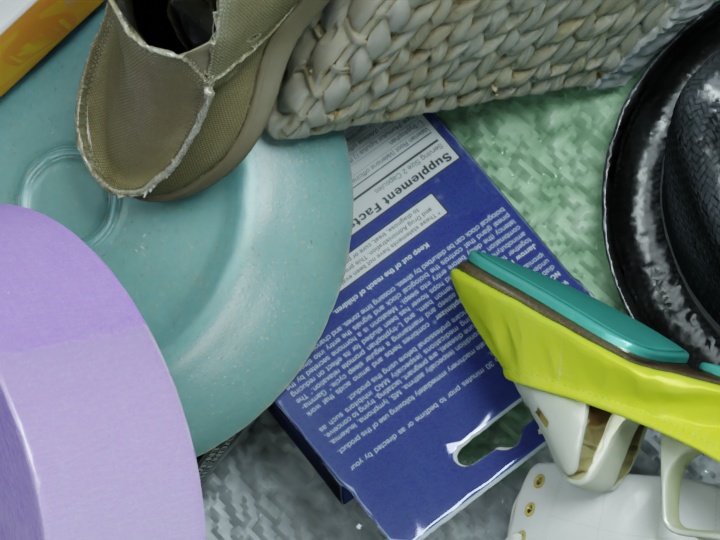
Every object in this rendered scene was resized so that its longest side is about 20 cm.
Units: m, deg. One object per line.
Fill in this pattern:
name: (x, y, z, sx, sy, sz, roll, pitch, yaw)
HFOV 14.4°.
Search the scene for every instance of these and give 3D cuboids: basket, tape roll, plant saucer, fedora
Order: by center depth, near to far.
tape roll: (-0.138, 0.080, 0.986, 0.200, 0.066, 0.200, 14, 109, 48)
basket: (0.036, -0.174, 0.993, 0.161, 0.200, 0.198, -15, 75, -28)
fedora: (0.174, -0.023, 1.010, 0.200, 0.092, 0.201, -2, 81, 16)
plant saucer: (-0.102, -0.023, 1.057, 0.200, 0.036, 0.200, -2, 82, 18)

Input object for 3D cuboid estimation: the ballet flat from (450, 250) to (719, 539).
ballet flat: (0.106, 0.053, 0.986, 0.200, 0.067, 0.067, 22, 94, 31)

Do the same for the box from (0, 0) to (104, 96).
box: (-0.175, -0.106, 1.054, 0.200, 0.041, 0.119, -41, 69, 15)

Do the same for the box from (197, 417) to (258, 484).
box: (-0.148, 0.033, 1.131, 0.200, 0.040, 0.137, 41, 96, 18)

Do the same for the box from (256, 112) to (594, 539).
box: (0.000, 0.000, 1.075, 0.121, 0.032, 0.200, -36, 71, -11)

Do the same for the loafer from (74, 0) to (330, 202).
loafer: (-0.059, -0.090, 0.950, 0.200, 0.067, 0.076, -54, 53, 48)

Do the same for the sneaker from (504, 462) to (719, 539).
sneaker: (0.054, 0.133, 1.048, 0.200, 0.074, 0.116, -13, 58, 26)
